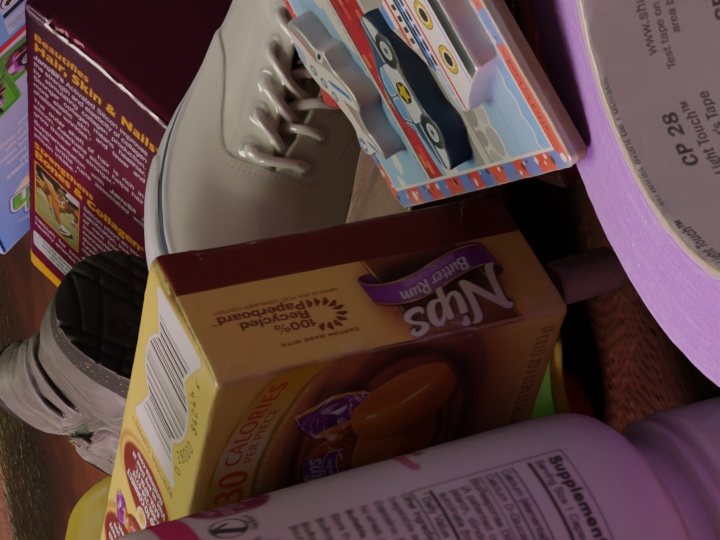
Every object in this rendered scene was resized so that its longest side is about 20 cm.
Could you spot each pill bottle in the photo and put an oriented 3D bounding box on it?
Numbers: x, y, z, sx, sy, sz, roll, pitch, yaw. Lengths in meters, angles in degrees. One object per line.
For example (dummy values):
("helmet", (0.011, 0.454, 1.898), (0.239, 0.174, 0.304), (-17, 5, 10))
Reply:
("pill bottle", (0.033, 0.106, 0.785), (0.113, 0.200, 0.114), (166, 90, -73))

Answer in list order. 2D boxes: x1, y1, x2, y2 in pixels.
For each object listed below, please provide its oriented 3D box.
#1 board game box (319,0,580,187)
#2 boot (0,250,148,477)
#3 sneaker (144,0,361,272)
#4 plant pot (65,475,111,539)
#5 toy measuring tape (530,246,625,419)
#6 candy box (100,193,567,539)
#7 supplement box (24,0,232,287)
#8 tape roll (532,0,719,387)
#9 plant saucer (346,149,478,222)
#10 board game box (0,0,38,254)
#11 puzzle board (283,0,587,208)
("board game box", (0.008, -0.116, 0.807), (0.103, 0.019, 0.200), (20, 144, 36))
("boot", (-0.058, 0.072, 1.132), (0.200, 0.068, 0.131), (36, 154, -3))
("sneaker", (-0.027, -0.063, 0.939), (0.071, 0.073, 0.200), (123, 160, -58))
("plant pot", (-0.065, 0.192, 1.209), (0.201, 0.200, 0.189), (104, 162, -57))
("toy measuring tape", (0.056, 0.051, 0.899), (0.200, 0.073, 0.074), (130, 125, -69))
("candy box", (-0.017, 0.071, 0.852), (0.057, 0.116, 0.200), (60, 150, 37))
("supplement box", (-0.073, -0.045, 1.127), (0.110, 0.086, 0.200), (41, 153, 16))
("tape roll", (0.107, -0.069, 0.645), (0.200, 0.066, 0.201), (165, 90, -73))
("plant saucer", (0.000, 0.000, 0.970), (0.200, 0.032, 0.201), (-162, 90, -76))
("board game box", (-0.124, -0.105, 1.126), (0.037, 0.151, 0.200), (39, 165, 17))
("puzzle board", (-0.015, -0.109, 0.772), (0.200, 0.017, 0.151), (59, 165, -6))
